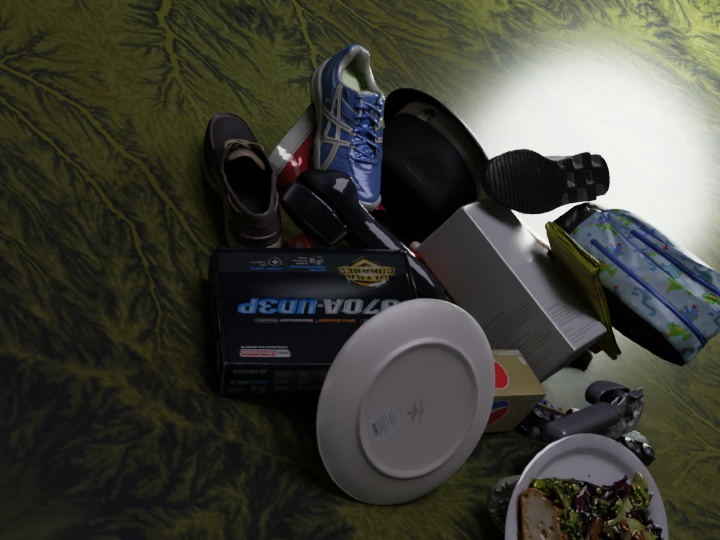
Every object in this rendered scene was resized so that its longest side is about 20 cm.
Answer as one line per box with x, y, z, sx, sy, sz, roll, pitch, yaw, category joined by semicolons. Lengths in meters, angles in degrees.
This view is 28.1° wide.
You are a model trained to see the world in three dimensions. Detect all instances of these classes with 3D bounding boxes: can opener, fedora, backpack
0.006;-0.032;1.500;0.200;0.079;0.063;40;-10;-7;can opener
0.071;-0.116;1.698;0.091;0.201;0.201;-36;74;-20;fedora
0.327;0.019;1.655;0.163;0.153;0.200;52;6;-50;backpack
0.241;0.161;1.543;0.067;0.054;0.200;23;22;36;can opener

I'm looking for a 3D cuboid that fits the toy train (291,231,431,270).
0.000;0.000;1.551;0.200;0.056;0.150;28;31;-21;toy train

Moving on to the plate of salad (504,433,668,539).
0.225;0.256;1.377;0.199;0.048;0.201;6;79;-29;plate of salad

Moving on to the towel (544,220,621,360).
0.251;0.024;1.616;0.086;0.018;0.200;51;-7;35;towel

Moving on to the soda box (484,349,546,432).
0.094;0.124;1.471;0.199;0.068;0.064;2;47;-44;soda box

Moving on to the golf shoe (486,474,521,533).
0.199;0.238;1.457;0.199;0.079;0.097;18;12;-29;golf shoe

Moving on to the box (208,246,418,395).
-0.043;0.047;1.384;0.199;0.046;0.159;1;44;-12;box

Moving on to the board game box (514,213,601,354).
0.226;0.008;1.744;0.200;0.019;0.103;38;35;-27;board game box

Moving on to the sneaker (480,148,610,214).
0.190;-0.097;1.634;0.199;0.088;0.074;-2;88;-45;sneaker

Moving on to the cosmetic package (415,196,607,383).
0.167;0.021;1.588;0.200;0.085;0.107;52;30;12;cosmetic package

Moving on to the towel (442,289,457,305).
0.140;0.051;1.641;0.132;0.035;0.200;23;36;-23;towel

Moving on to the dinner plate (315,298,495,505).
0.049;0.124;1.322;0.200;0.201;0.024;14;7;-34;dinner plate

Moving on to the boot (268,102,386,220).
-0.016;-0.130;1.659;0.144;0.072;0.200;36;48;-5;boot

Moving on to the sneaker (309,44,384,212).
-0.011;-0.158;1.587;0.075;0.077;0.201;2;64;-30;sneaker

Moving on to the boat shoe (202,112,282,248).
-0.118;-0.103;1.516;0.074;0.073;0.200;-6;50;-19;boat shoe

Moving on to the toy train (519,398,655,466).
0.246;0.174;1.595;0.199;0.034;0.046;21;33;-27;toy train
